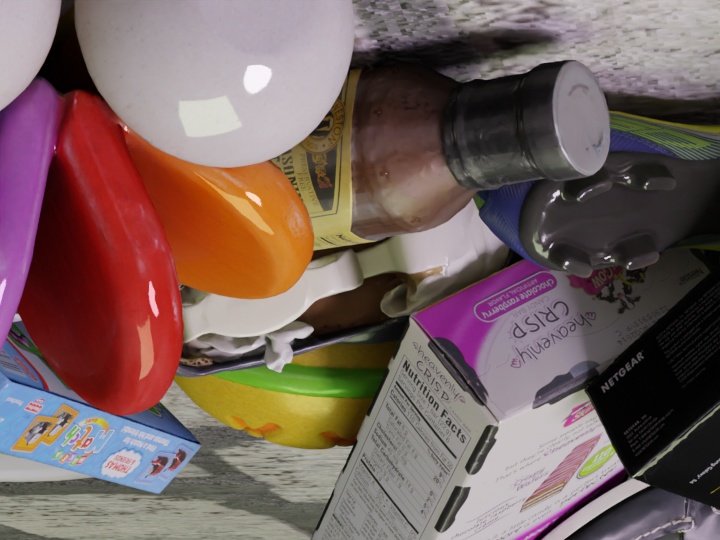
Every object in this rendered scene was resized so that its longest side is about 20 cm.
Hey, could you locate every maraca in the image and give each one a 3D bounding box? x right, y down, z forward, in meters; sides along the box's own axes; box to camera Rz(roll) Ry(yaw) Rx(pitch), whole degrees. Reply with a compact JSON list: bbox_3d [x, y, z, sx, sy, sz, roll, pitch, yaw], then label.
[{"bbox_3d":[-0.042,0.019,1.070,0.199,0.108,0.137,6,-161,1],"label":"maraca"}]

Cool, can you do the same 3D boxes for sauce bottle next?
[{"bbox_3d":[-0.005,-0.042,0.894,0.199,0.065,0.065,-10,165,33],"label":"sauce bottle"}]

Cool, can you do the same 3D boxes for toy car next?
[{"bbox_3d":[-0.104,-0.031,0.721,0.199,0.151,0.175,5,168,-24],"label":"toy car"}]

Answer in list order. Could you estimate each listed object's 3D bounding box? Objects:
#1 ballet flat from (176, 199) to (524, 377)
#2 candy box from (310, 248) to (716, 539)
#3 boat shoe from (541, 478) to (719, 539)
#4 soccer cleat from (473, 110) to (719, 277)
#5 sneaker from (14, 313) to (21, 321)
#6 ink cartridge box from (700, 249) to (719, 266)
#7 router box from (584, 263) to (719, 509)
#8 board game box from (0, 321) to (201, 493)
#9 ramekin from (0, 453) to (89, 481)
[{"bbox_3d":[0.000,0.000,0.977,0.199,0.073,0.073,-15,170,-6],"label":"ballet flat"},{"bbox_3d":[0.060,0.073,1.030,0.136,0.061,0.200,-25,154,-34],"label":"candy box"},{"bbox_3d":[0.159,0.122,1.097,0.199,0.066,0.075,-15,151,-35],"label":"boat shoe"},{"bbox_3d":[0.130,-0.038,0.958,0.199,0.065,0.084,-3,-151,-31],"label":"soccer cleat"},{"bbox_3d":[-0.130,-0.026,0.940,0.080,0.074,0.200,-6,168,19],"label":"sneaker"},{"bbox_3d":[0.164,0.026,1.166,0.199,0.084,0.144,-3,167,11],"label":"ink cartridge box"},{"bbox_3d":[0.205,0.018,0.931,0.149,0.051,0.200,22,123,-43],"label":"router box"},{"bbox_3d":[-0.163,0.025,1.058,0.151,0.037,0.200,42,-175,21],"label":"board game box"},{"bbox_3d":[-0.197,0.055,1.282,0.201,0.095,0.202,-1,168,0],"label":"ramekin"}]
